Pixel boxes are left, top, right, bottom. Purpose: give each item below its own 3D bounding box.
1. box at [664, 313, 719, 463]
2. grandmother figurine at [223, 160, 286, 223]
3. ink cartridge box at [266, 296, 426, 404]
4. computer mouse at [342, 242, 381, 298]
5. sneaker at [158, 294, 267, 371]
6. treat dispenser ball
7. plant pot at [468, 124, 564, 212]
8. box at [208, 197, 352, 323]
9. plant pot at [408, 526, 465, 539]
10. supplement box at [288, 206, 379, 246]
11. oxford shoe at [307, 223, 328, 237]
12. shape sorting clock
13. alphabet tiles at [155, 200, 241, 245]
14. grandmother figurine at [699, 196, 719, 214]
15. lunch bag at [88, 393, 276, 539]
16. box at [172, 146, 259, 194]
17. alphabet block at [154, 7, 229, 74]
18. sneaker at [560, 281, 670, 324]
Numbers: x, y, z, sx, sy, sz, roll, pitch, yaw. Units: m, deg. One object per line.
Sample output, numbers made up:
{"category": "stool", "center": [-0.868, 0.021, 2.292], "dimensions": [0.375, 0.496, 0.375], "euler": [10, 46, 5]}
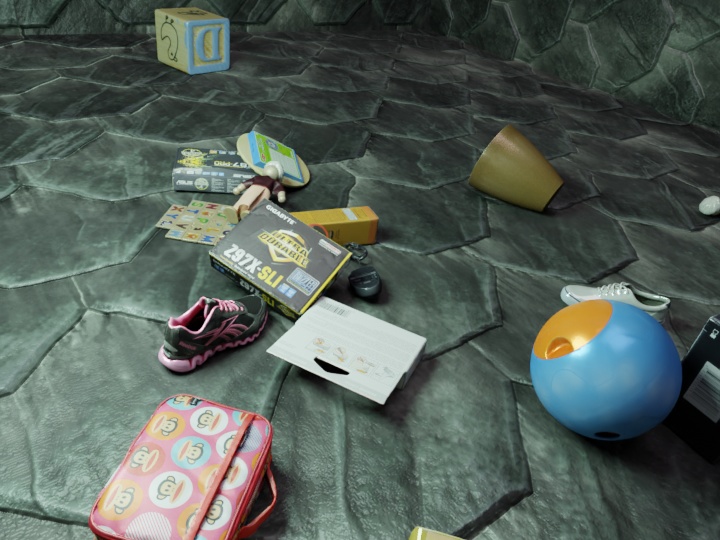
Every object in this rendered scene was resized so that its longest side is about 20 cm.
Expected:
{"category": "box", "center": [0.587, 0.158, 0.827], "dimensions": [0.200, 0.197, 0.117], "euler": [-12, 40, -28]}
{"category": "grandmother figurine", "center": [-0.222, -0.178, 1.220], "dimensions": [0.121, 0.061, 0.200], "euler": [20, 48, 1]}
{"category": "ink cartridge box", "center": [-0.019, 0.131, 0.862], "dimensions": [0.200, 0.045, 0.176], "euler": [21, 35, 18]}
{"category": "computer mouse", "center": [0.000, 0.000, 1.080], "dimensions": [0.059, 0.034, 0.200], "euler": [-14, 32, -4]}
{"category": "sneaker", "center": [-0.222, 0.075, 0.854], "dimensions": [0.079, 0.096, 0.200], "euler": [27, 36, 27]}
{"category": "treat dispenser ball", "center": [0.351, 0.142, 0.792], "dimensions": [0.201, 0.201, 0.201], "euler": [6, 34, -4]}
{"category": "plant pot", "center": [0.418, -0.246, 1.424], "dimensions": [0.200, 0.187, 0.186], "euler": [39, 42, 17]}
{"category": "box", "center": [-0.142, -0.021, 0.975], "dimensions": [0.200, 0.049, 0.160], "euler": [33, 60, 10]}
{"category": "plant pot", "center": [0.098, 0.366, 0.424], "dimensions": [0.195, 0.194, 0.200], "euler": [16, 39, 10]}
{"category": "supplement box", "center": [-0.065, -0.089, 1.158], "dimensions": [0.200, 0.067, 0.069], "euler": [-8, 37, -24]}
{"category": "oxford shoe", "center": [-0.152, -0.019, 1.051], "dimensions": [0.200, 0.073, 0.071], "euler": [-28, 85, -25]}
{"category": "shape sorting clock", "center": [-0.219, -0.277, 1.376], "dimensions": [0.200, 0.039, 0.200], "euler": [31, 31, -20]}
{"category": "alphabet tiles", "center": [-0.322, -0.103, 1.171], "dimensions": [0.200, 0.006, 0.167], "euler": [9, 33, 0]}
{"category": "grandmother figurine", "center": [1.064, -0.172, 1.542], "dimensions": [0.200, 0.061, 0.121], "euler": [6, 7, 1]}
{"category": "lunch bag", "center": [-0.184, 0.249, 0.627], "dimensions": [0.176, 0.082, 0.200], "euler": [16, 36, 3]}
{"category": "box", "center": [-0.350, -0.245, 1.336], "dimensions": [0.200, 0.049, 0.161], "euler": [2, 36, -14]}
{"category": "alphabet block", "center": [-0.634, -0.872, 2.070], "dimensions": [0.200, 0.196, 0.196], "euler": [29, 37, 29]}
{"category": "sneaker", "center": [0.501, 0.053, 1.074], "dimensions": [0.200, 0.071, 0.073], "euler": [13, 34, 6]}
